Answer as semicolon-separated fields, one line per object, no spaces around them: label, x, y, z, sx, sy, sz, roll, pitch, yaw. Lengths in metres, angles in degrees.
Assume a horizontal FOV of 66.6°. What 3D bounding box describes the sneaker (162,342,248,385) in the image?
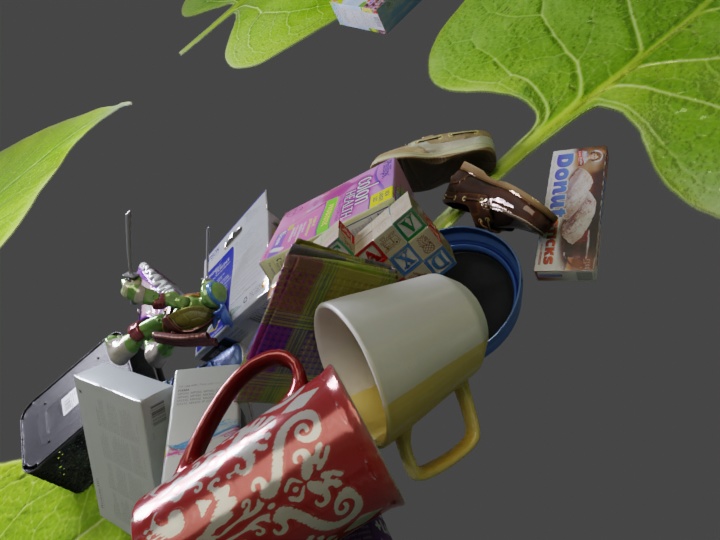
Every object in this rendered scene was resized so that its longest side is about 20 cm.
sneaker;-0.236;0.178;0.771;0.200;0.077;0.075;-46;43;-12

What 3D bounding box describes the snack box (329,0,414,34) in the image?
snack box;0.046;-0.642;1.275;0.169;0.068;0.199;-46;43;-9

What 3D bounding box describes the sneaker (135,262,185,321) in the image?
sneaker;-0.350;0.058;0.944;0.199;0.080;0.089;33;82;43

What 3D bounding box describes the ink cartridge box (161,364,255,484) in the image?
ink cartridge box;-0.166;0.232;0.622;0.081;0.148;0.203;-5;47;-5

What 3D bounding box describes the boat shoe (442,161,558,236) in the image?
boat shoe;0.179;-0.083;0.732;0.071;0.070;0.200;-52;30;6

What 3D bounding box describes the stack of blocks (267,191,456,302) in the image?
stack of blocks;0.000;0.000;0.649;0.199;0.115;0.059;-38;19;16

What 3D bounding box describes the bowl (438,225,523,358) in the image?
bowl;0.111;0.034;0.702;0.196;0.040;0.204;-17;48;19

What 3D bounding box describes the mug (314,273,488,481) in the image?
mug;0.052;0.094;0.576;0.151;0.191;0.149;-22;31;-24

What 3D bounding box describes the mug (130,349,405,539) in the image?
mug;-0.084;0.184;0.485;0.197;0.135;0.177;-30;28;-9

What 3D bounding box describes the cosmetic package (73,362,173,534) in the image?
cosmetic package;-0.282;0.230;0.683;0.148;0.205;0.051;6;16;33

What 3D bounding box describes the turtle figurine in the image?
turtle figurine;-0.277;0.039;0.788;0.193;0.201;0.144;-40;3;19

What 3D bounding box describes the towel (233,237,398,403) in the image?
towel;-0.050;0.066;0.607;0.023;0.141;0.203;51;123;48

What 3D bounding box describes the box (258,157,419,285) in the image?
box;-0.019;-0.049;0.762;0.196;0.098;0.177;-23;23;16

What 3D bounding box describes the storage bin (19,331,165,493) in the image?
storage bin;-0.402;0.213;0.834;0.199;0.094;0.135;-40;45;-5

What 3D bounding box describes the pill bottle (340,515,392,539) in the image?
pill bottle;-0.032;0.262;0.551;0.110;0.112;0.201;-34;45;1

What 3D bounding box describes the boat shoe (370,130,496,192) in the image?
boat shoe;0.112;-0.173;0.854;0.195;0.075;0.067;-2;49;17

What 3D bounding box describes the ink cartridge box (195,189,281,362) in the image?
ink cartridge box;-0.185;0.011;0.852;0.197;0.046;0.203;-40;39;32

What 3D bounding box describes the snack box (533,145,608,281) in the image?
snack box;0.273;-0.076;0.702;0.070;0.024;0.203;-2;55;33
